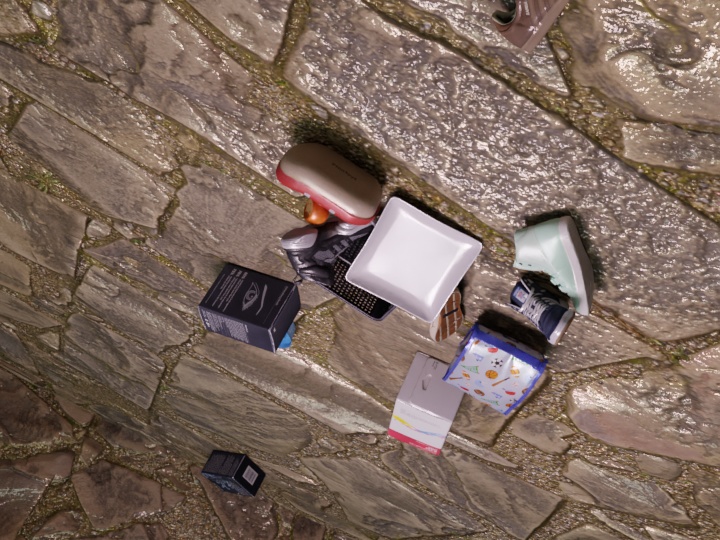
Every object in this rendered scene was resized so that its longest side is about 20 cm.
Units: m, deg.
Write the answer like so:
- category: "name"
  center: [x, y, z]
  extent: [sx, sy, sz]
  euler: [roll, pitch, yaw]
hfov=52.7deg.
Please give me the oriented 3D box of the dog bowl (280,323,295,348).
- category: "dog bowl"
  center: [-0.261, 0.132, 1.906]
  extent: [0.199, 0.050, 0.112]
  euler: [23, 145, 7]

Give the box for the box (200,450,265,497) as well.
- category: "box"
  center: [-0.507, 0.808, 2.895]
  extent: [0.200, 0.107, 0.149]
  euler: [-5, 134, 40]

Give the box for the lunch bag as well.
- category: "lunch bag"
  center: [0.288, 0.196, 1.541]
  extent: [0.170, 0.124, 0.200]
  euler: [26, 153, 6]

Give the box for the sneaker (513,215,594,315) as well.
- category: "sneaker"
  center: [0.339, -0.003, 1.286]
  extent: [0.118, 0.074, 0.201]
  euler: [-8, 122, 33]

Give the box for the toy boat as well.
- category: "toy boat"
  center: [-0.067, -0.139, 1.335]
  extent: [0.200, 0.131, 0.131]
  euler: [33, 124, -4]

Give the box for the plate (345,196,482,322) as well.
- category: "plate"
  center: [0.101, -0.021, 1.400]
  extent: [0.200, 0.032, 0.200]
  euler: [27, 114, -7]

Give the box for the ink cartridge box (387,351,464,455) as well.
- category: "ink cartridge box"
  center: [0.164, 0.325, 1.769]
  extent: [0.144, 0.146, 0.200]
  euler: [21, 145, 10]

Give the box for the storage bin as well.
- category: "storage bin"
  center: [0.000, 0.000, 1.516]
  extent: [0.200, 0.094, 0.135]
  euler: [34, 146, -6]

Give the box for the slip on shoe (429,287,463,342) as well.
- category: "slip on shoe"
  center: [0.170, 0.080, 1.533]
  extent: [0.061, 0.076, 0.200]
  euler: [57, 169, 31]

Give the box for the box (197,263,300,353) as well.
- category: "box"
  center: [-0.267, 0.090, 1.771]
  extent: [0.199, 0.148, 0.105]
  euler: [18, 144, 16]

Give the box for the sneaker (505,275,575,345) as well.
- category: "sneaker"
  center: [0.323, 0.070, 1.321]
  extent: [0.108, 0.200, 0.070]
  euler: [32, 102, 6]

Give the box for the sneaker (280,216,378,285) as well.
- category: "sneaker"
  center: [-0.052, -0.038, 1.394]
  extent: [0.075, 0.199, 0.114]
  euler: [27, 130, 61]

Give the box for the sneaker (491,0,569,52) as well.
- category: "sneaker"
  center: [0.230, -0.361, 0.910]
  extent: [0.075, 0.071, 0.200]
  euler: [30, 145, -1]
